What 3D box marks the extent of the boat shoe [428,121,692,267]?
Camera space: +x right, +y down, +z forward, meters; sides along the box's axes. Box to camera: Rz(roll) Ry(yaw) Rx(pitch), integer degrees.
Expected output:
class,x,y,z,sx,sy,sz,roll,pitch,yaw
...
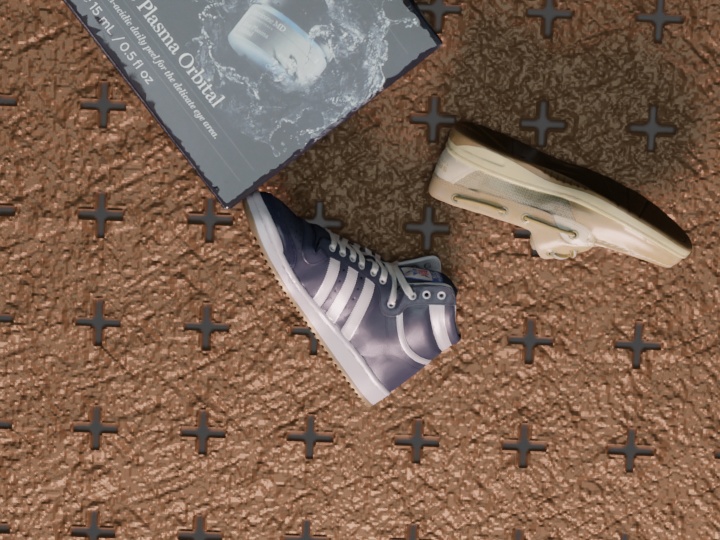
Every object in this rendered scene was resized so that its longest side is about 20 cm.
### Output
class,x,y,z,sx,sy,sz,roll,pitch,yaw
boat shoe,0.149,-0.043,1.666,0.200,0.072,0.065,23,108,-2

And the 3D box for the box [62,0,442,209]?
class,x,y,z,sx,sy,sz,roll,pitch,yaw
box,-0.078,-0.185,1.614,0.200,0.117,0.197,-37,98,5

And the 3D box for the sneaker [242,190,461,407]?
class,x,y,z,sx,sy,sz,roll,pitch,yaw
sneaker,0.000,0.000,1.656,0.108,0.070,0.200,-30,118,6
